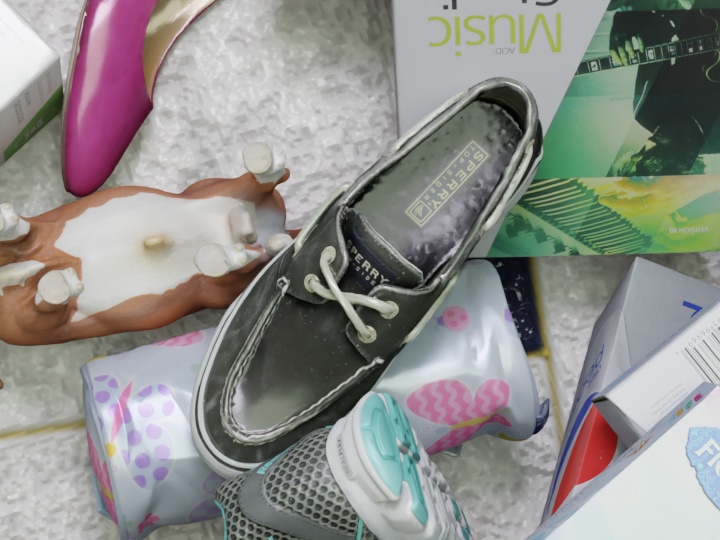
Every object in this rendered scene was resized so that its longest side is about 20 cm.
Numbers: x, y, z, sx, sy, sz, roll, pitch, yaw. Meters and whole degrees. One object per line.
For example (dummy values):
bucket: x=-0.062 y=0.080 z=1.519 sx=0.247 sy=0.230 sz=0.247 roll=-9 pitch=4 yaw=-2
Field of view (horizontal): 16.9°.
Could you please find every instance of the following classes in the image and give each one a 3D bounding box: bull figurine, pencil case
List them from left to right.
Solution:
bull figurine: x=-0.115 y=-0.001 z=1.040 sx=0.199 sy=0.121 sz=0.065 roll=-18 pitch=83 yaw=-13
pencil case: x=-0.022 y=0.057 z=1.057 sx=0.199 sy=0.091 sz=0.083 roll=-14 pitch=67 yaw=-8

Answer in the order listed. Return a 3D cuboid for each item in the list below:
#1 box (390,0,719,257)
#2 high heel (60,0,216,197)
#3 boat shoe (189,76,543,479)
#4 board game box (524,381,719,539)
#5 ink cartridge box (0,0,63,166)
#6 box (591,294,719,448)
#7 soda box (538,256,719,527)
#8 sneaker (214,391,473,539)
box: x=0.085 y=-0.098 z=1.032 sx=0.144 sy=0.036 sz=0.201 roll=-2 pitch=122 yaw=4
high heel: x=-0.068 y=-0.119 z=1.076 sx=0.096 sy=0.067 sz=0.201 roll=16 pitch=81 yaw=3
boat shoe: x=0.000 y=0.000 z=0.986 sx=0.071 sy=0.064 sz=0.200 roll=38 pitch=84 yaw=4
board game box: x=0.127 y=0.182 z=0.940 sx=0.199 sy=0.043 sz=0.200 roll=-41 pitch=89 yaw=0
ink cartridge box: x=-0.219 y=-0.035 z=1.027 sx=0.200 sy=0.117 sz=0.067 roll=-44 pitch=89 yaw=-8
box: x=0.217 y=0.082 z=0.990 sx=0.156 sy=0.041 sz=0.200 roll=-39 pitch=88 yaw=-6
soda box: x=0.117 y=0.098 z=1.041 sx=0.068 sy=0.063 sz=0.200 roll=21 pitch=58 yaw=-2
sneaker: x=-0.002 y=0.117 z=1.013 sx=0.091 sy=0.200 sz=0.078 roll=-21 pitch=55 yaw=6
